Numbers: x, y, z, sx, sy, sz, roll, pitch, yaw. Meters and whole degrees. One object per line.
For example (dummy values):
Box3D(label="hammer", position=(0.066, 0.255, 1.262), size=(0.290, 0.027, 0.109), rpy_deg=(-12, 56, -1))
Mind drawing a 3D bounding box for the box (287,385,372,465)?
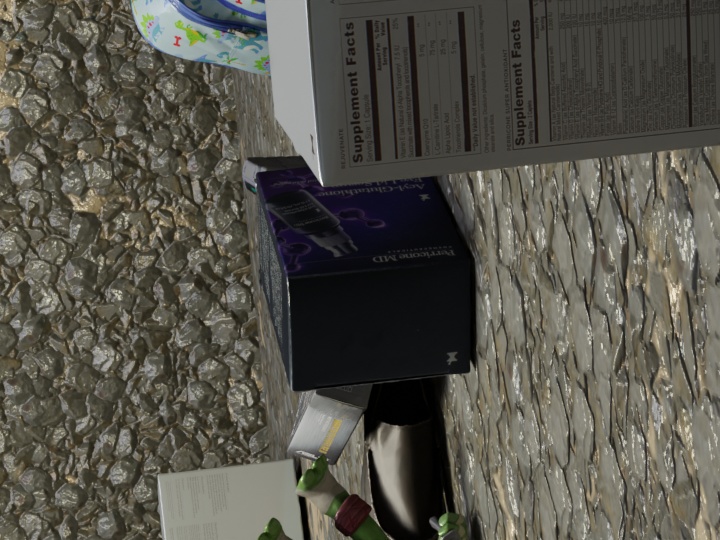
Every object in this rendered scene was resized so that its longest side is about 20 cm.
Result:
Box3D(label="box", position=(-0.009, 0.053, 1.917), size=(0.158, 0.048, 0.200), rpy_deg=(115, 169, -64))

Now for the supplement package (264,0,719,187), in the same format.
Box3D(label="supplement package", position=(0.063, -0.134, 0.957), size=(0.152, 0.200, 0.151), rpy_deg=(-123, 28, -72))

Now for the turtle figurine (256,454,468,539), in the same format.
Box3D(label="turtle figurine", position=(0.014, 0.245, 1.756), size=(0.144, 0.194, 0.200), rpy_deg=(-58, -8, 22))

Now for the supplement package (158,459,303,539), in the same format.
Box3D(label="supplement package", position=(-0.192, 0.376, 3.198), size=(0.151, 0.199, 0.152), rpy_deg=(108, 155, -73))

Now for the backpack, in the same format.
Box3D(label="backpack", position=(-0.134, -0.314, 2.285), size=(0.147, 0.200, 0.183), rpy_deg=(132, 136, -53))

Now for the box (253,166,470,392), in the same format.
Box3D(label="box", position=(0.000, 0.000, 1.742), size=(0.200, 0.148, 0.105), rpy_deg=(-113, 19, -61))

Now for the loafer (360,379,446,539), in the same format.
Box3D(label="loafer", position=(0.033, 0.156, 1.884), size=(0.071, 0.073, 0.200), rpy_deg=(95, 167, -63))

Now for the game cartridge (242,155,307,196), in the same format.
Box3D(label="game cartridge", position=(-0.041, -0.089, 2.036), size=(0.200, 0.129, 0.038), rpy_deg=(-144, 48, -80))
